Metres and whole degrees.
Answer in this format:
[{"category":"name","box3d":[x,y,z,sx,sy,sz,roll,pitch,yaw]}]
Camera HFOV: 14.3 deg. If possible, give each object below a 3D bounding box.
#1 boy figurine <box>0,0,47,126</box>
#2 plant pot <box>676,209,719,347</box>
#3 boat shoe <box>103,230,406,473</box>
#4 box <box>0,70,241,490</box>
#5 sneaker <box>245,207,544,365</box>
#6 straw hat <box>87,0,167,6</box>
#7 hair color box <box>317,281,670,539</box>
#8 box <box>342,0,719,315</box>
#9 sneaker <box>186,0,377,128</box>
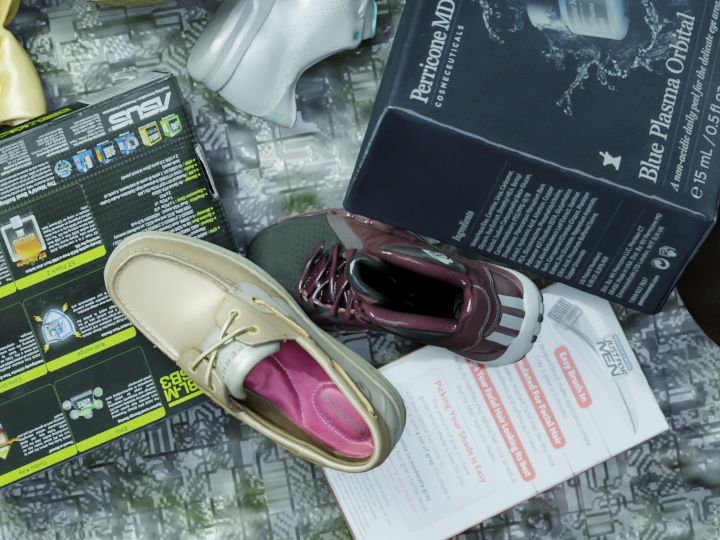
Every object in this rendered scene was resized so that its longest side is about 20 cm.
[{"category":"boy figurine","box3d":[-0.241,-0.105,1.712,0.124,0.064,0.200,19,91,-3]},{"category":"plant pot","box3d":[0.287,-0.027,1.680,0.186,0.200,0.187,0,89,-4]},{"category":"boat shoe","box3d":[-0.061,0.048,1.649,0.200,0.069,0.074,32,105,-4]},{"category":"box","box3d":[-0.169,0.007,1.689,0.200,0.048,0.194,-24,104,-15]},{"category":"sneaker","box3d":[0.000,0.000,1.665,0.200,0.115,0.076,11,87,29]},{"category":"straw hat","box3d":[-0.132,-0.203,1.705,0.201,0.085,0.201,-4,52,5]},{"category":"hair color box","box3d":[0.071,0.090,1.730,0.200,0.064,0.111,-25,89,-3]},{"category":"box","box3d":[0.116,-0.109,1.674,0.200,0.117,0.197,18,58,-3]},{"category":"sneaker","box3d":[-0.017,-0.179,1.735,0.088,0.075,0.200,34,92,-15]}]
